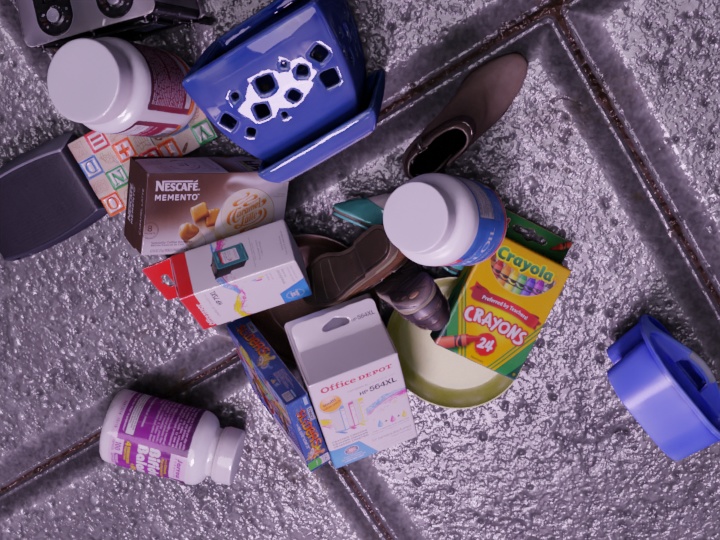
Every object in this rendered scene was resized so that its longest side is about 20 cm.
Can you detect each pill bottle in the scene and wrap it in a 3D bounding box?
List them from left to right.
[{"bbox_3d":[-0.290,-0.224,1.326,0.113,0.200,0.116,1,94,16],"label":"pill bottle"},{"bbox_3d":[-0.277,0.254,1.607,0.198,0.112,0.113,14,112,4],"label":"pill bottle"},{"bbox_3d":[0.101,-0.061,1.324,0.111,0.200,0.114,0,91,25],"label":"pill bottle"}]

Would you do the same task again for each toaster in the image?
[{"bbox_3d":[-0.309,-0.348,1.355,0.179,0.200,0.120,-11,97,14],"label":"toaster"}]

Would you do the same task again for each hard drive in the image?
[{"bbox_3d":[-0.460,-0.098,1.538,0.199,0.042,0.136,-24,104,22],"label":"hard drive"}]

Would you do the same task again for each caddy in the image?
[{"bbox_3d":[0.417,0.152,1.440,0.105,0.142,0.200,-37,101,23],"label":"caddy"}]

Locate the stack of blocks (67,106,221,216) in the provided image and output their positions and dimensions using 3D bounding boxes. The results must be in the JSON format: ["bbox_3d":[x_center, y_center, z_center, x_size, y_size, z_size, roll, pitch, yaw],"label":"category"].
[{"bbox_3d":[-0.283,-0.172,1.479,0.199,0.059,0.116,-25,104,17],"label":"stack of blocks"}]

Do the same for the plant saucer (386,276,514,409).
[{"bbox_3d":[0.135,0.099,1.526,0.198,0.031,0.202,3,110,7],"label":"plant saucer"}]

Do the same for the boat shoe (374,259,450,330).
[{"bbox_3d":[0.070,0.038,1.419,0.074,0.200,0.074,-37,103,4],"label":"boat shoe"}]

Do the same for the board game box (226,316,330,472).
[{"bbox_3d":[-0.114,0.167,1.491,0.034,0.200,0.136,-28,131,-15],"label":"board game box"}]

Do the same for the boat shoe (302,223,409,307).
[{"bbox_3d":[0.000,0.000,1.441,0.199,0.068,0.073,-26,71,44],"label":"boat shoe"}]

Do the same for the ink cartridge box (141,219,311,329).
[{"bbox_3d":[-0.175,0.013,1.430,0.198,0.116,0.068,-19,65,2],"label":"ink cartridge box"}]

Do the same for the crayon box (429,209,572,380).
[{"bbox_3d":[0.193,0.030,1.448,0.126,0.051,0.201,24,98,-11],"label":"crayon box"}]

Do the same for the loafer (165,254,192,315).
[{"bbox_3d":[-0.242,-0.022,1.531,0.072,0.072,0.202,4,108,43],"label":"loafer"}]

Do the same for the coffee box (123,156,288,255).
[{"bbox_3d":[-0.204,-0.089,1.432,0.198,0.080,0.115,-2,113,-29],"label":"coffee box"}]

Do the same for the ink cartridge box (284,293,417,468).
[{"bbox_3d":[-0.015,0.141,1.461,0.127,0.126,0.201,-20,133,-6],"label":"ink cartridge box"}]

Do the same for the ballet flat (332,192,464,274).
[{"bbox_3d":[0.062,-0.067,1.463,0.199,0.067,0.071,25,100,-5],"label":"ballet flat"}]

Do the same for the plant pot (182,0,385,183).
[{"bbox_3d":[-0.080,-0.236,1.354,0.199,0.200,0.180,-28,111,18],"label":"plant pot"}]

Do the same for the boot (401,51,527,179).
[{"bbox_3d":[0.132,-0.186,1.358,0.070,0.146,0.200,42,111,-5],"label":"boot"}]

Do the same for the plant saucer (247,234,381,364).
[{"bbox_3d":[-0.066,0.040,1.534,0.198,0.037,0.202,3,111,8],"label":"plant saucer"}]
